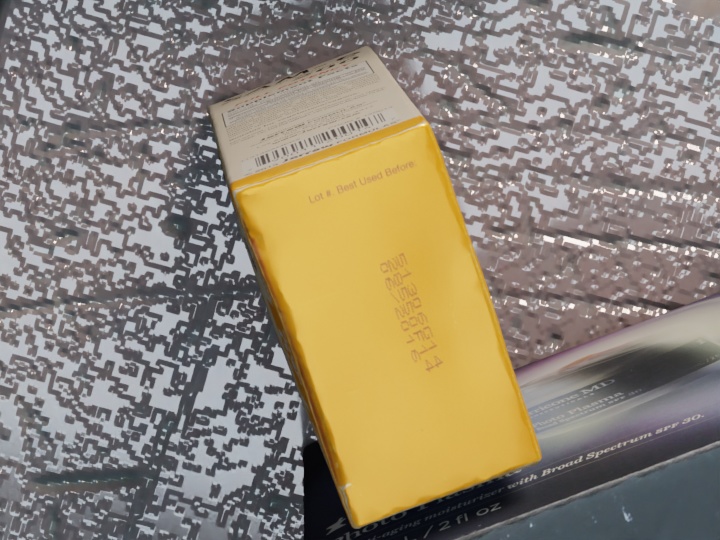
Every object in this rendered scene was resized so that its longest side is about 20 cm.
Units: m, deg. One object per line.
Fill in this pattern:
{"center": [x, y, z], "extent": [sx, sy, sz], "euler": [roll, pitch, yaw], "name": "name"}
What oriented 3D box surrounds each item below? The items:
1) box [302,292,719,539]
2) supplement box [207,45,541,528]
{"center": [0.086, 0.108, 1.074], "extent": [0.199, 0.198, 0.124], "euler": [-20, 100, 2], "name": "box"}
{"center": [0.000, 0.000, 1.046], "extent": [0.073, 0.200, 0.127], "euler": [-20, 102, -1], "name": "supplement box"}
